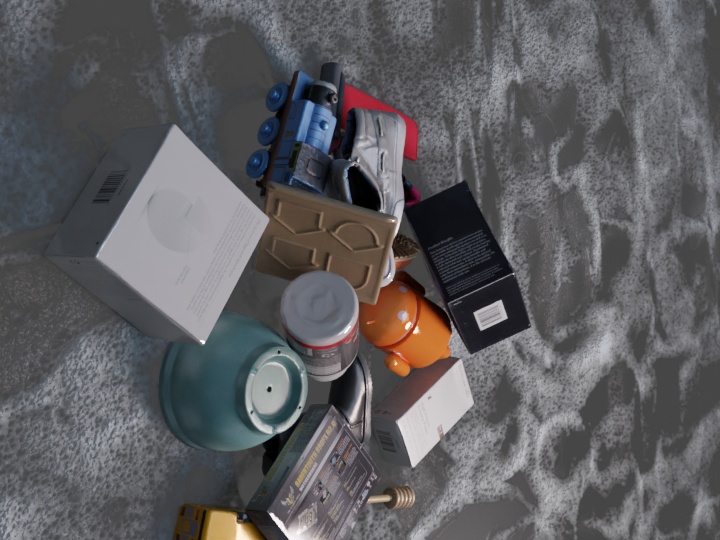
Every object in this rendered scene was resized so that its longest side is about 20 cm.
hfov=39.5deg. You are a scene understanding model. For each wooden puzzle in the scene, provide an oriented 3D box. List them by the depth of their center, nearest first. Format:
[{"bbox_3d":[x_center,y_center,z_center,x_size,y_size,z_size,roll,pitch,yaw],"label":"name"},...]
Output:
[{"bbox_3d":[-0.048,-0.043,1.414,0.201,0.184,0.046,104,4,-51],"label":"wooden puzzle"}]

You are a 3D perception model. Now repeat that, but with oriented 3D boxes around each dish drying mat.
[{"bbox_3d":[0.027,-0.243,1.654,0.199,0.018,0.077,17,72,-46],"label":"dish drying mat"}]

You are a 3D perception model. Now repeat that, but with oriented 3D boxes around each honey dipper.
[{"bbox_3d":[0.013,0.381,1.665,0.199,0.038,0.038,8,86,-47],"label":"honey dipper"}]

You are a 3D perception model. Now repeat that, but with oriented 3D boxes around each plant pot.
[{"bbox_3d":[-0.158,0.158,1.386,0.200,0.134,0.202,-5,96,-48],"label":"plant pot"}]

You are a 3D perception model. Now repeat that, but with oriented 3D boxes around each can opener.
[{"bbox_3d":[-0.061,-0.222,1.528,0.053,0.066,0.201,54,42,-64],"label":"can opener"}]

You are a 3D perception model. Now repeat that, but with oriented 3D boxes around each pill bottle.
[{"bbox_3d":[-0.056,0.090,1.461,0.200,0.110,0.111,90,24,-64],"label":"pill bottle"}]

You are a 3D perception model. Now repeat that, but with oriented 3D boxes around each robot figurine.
[{"bbox_3d":[0.072,0.089,1.652,0.200,0.117,0.144,34,93,-42],"label":"robot figurine"}]

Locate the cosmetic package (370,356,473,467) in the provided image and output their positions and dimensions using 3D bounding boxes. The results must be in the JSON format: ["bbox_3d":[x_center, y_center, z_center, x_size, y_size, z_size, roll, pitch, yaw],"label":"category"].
[{"bbox_3d":[0.108,0.239,1.736,0.200,0.074,0.102,-39,120,-39],"label":"cosmetic package"}]

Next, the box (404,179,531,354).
[{"bbox_3d":[0.177,-0.001,1.656,0.200,0.123,0.199,61,6,-56],"label":"box"}]

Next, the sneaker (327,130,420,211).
[{"bbox_3d":[0.022,-0.161,1.613,0.200,0.074,0.081,34,67,-43],"label":"sneaker"}]

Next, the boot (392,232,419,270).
[{"bbox_3d":[0.000,0.000,1.573,0.199,0.075,0.108,-14,135,-31],"label":"boot"}]

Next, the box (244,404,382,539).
[{"bbox_3d":[-0.063,0.321,1.457,0.159,0.048,0.200,56,47,-27],"label":"box"}]

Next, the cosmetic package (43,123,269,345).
[{"bbox_3d":[-0.252,-0.044,1.276,0.200,0.122,0.200,46,60,-38],"label":"cosmetic package"}]

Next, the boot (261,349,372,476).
[{"bbox_3d":[-0.070,0.219,1.547,0.199,0.065,0.166,-15,102,-42],"label":"boot"}]

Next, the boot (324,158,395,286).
[{"bbox_3d":[0.005,-0.064,1.446,0.073,0.096,0.201,-27,102,-12],"label":"boot"}]

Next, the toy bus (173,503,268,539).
[{"bbox_3d":[-0.163,0.375,1.434,0.199,0.078,0.066,20,76,-47],"label":"toy bus"}]

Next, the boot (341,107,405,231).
[{"bbox_3d":[0.011,-0.146,1.524,0.095,0.073,0.201,6,82,-30],"label":"boot"}]

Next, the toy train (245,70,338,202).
[{"bbox_3d":[-0.090,-0.191,1.455,0.087,0.114,0.201,28,72,-46],"label":"toy train"}]
